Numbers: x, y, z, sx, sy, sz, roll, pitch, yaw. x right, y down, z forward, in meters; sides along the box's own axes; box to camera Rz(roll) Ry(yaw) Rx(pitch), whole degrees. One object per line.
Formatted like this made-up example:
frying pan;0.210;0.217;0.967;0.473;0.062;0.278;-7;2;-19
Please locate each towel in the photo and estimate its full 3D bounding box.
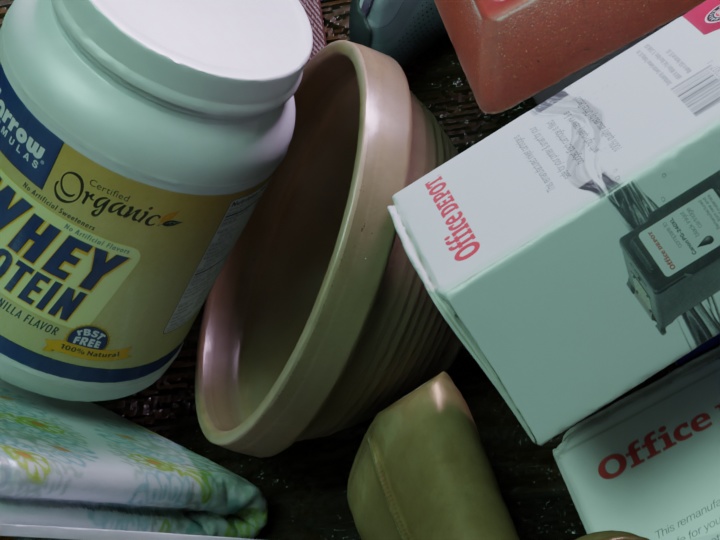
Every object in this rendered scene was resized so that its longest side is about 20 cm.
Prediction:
towel;-0.166;0.087;1.360;0.171;0.200;0.048;25;99;37

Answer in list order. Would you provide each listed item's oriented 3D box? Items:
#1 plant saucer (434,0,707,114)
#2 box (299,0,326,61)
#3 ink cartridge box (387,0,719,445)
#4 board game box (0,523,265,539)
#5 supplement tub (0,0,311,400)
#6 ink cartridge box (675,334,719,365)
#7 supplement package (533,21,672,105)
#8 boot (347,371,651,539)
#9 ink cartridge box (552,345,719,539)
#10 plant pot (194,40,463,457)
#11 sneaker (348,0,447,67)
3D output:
plant saucer;0.111;-0.193;1.331;0.199;0.037;0.200;-28;49;9
box;-0.070;-0.147;1.518;0.075;0.100;0.201;-22;51;16
ink cartridge box;0.123;-0.031;1.202;0.199;0.084;0.145;-32;18;3
board game box;-0.162;0.139;1.294;0.199;0.199;0.026;-13;74;45
supplement tub;-0.118;-0.054;1.356;0.200;0.144;0.145;-60;40;33
ink cartridge box;0.166;-0.016;1.284;0.099;0.039;0.200;-29;19;9
supplement package;0.169;-0.152;1.375;0.199;0.121;0.120;-20;51;17
boot;0.055;0.117;1.236;0.176;0.066;0.200;-65;30;34
ink cartridge box;0.185;0.131;1.208;0.145;0.085;0.201;-29;52;9
plant pot;0.000;0.000;1.362;0.201;0.092;0.202;-161;90;-73
sneaker;0.078;-0.175;1.473;0.087;0.074;0.200;31;77;34
